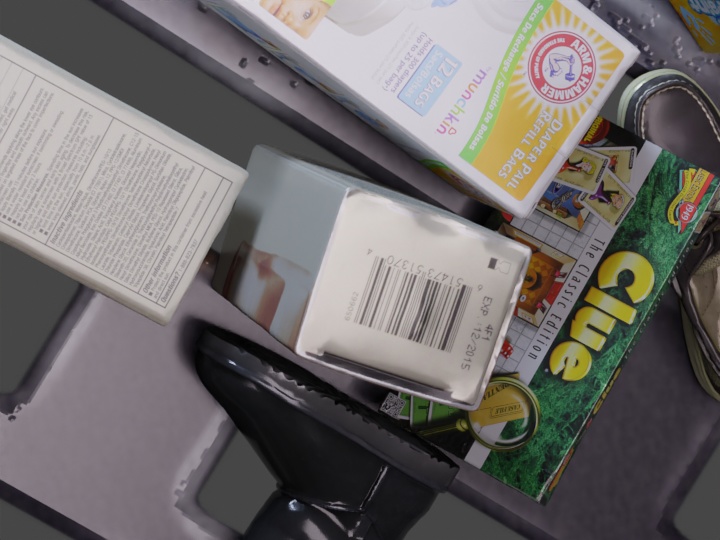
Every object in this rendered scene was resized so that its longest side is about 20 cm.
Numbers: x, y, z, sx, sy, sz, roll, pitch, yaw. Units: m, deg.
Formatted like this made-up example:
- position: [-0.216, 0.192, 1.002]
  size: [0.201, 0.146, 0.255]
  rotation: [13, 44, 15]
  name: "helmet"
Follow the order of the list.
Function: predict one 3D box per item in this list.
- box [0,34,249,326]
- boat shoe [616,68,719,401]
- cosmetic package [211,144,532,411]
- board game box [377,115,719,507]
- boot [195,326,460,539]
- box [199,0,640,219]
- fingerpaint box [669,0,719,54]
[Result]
- position: [-0.169, -0.060, 1.268]
  size: [0.200, 0.078, 0.095]
  rotation: [30, 90, -17]
  name: "box"
- position: [0.199, -0.016, 1.380]
  size: [0.073, 0.065, 0.200]
  rotation: [-24, 102, -8]
  name: "boat shoe"
- position: [0.000, 0.000, 1.260]
  size: [0.103, 0.200, 0.087]
  rotation: [18, 94, -15]
  name: "cosmetic package"
- position: [0.103, 0.015, 1.341]
  size: [0.105, 0.023, 0.200]
  rotation: [28, 85, 16]
  name: "board game box"
- position: [-0.063, 0.152, 1.340]
  size: [0.165, 0.066, 0.200]
  rotation: [32, 93, -15]
  name: "boot"
- position: [0.027, -0.130, 1.298]
  size: [0.200, 0.101, 0.113]
  rotation: [36, 88, -17]
  name: "box"
- position: [0.199, -0.193, 1.284]
  size: [0.073, 0.200, 0.167]
  rotation: [-38, 105, -8]
  name: "fingerpaint box"
